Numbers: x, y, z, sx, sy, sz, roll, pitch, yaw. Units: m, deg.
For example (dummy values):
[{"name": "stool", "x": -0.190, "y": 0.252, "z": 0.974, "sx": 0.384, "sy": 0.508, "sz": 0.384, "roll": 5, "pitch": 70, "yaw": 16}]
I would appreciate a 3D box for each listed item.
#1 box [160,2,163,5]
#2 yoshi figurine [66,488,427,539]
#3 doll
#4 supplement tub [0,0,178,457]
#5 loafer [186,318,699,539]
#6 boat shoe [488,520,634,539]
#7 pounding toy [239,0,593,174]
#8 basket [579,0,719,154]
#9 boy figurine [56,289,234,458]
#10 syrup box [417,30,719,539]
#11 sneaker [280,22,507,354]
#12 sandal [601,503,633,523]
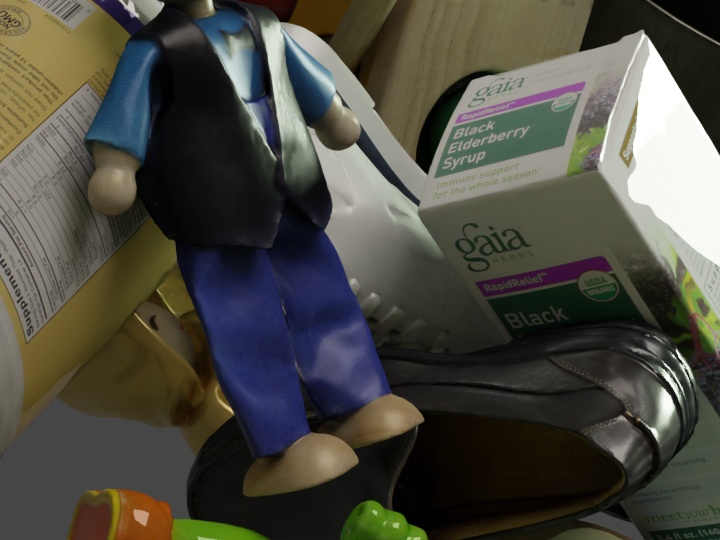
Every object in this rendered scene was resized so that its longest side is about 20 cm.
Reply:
[{"name": "box", "x": -0.070, "y": -0.124, "z": 1.218, "sx": 0.200, "sy": 0.032, "sz": 0.121, "roll": -6, "pitch": 87, "yaw": -48}, {"name": "yoshi figurine", "x": -0.005, "y": 0.143, "z": 0.831, "sx": 0.200, "sy": 0.112, "sz": 0.112, "roll": 21, "pitch": 44, "yaw": -23}, {"name": "doll", "x": -0.038, "y": -0.032, "z": 0.848, "sx": 0.136, "sy": 0.048, "sz": 0.200, "roll": -27, "pitch": 101, "yaw": -50}, {"name": "supplement tub", "x": -0.151, "y": -0.011, "z": 0.855, "sx": 0.145, "sy": 0.146, "sz": 0.200, "roll": 33, "pitch": 46, "yaw": 7}, {"name": "loafer", "x": 0.019, "y": 0.068, "z": 0.900, "sx": 0.073, "sy": 0.200, "sz": 0.072, "roll": 66, "pitch": 26, "yaw": -14}, {"name": "boat shoe", "x": 0.106, "y": 0.146, "z": 0.974, "sx": 0.200, "sy": 0.073, "sz": 0.065, "roll": 22, "pitch": 64, "yaw": -42}, {"name": "pounding toy", "x": 0.000, "y": -0.088, "z": 1.073, "sx": 0.142, "sy": 0.185, "sz": 0.200, "roll": 5, "pitch": 17, "yaw": -40}, {"name": "basket", "x": 0.100, "y": -0.063, "z": 1.172, "sx": 0.136, "sy": 0.200, "sz": 0.180, "roll": 7, "pitch": 34, "yaw": -37}, {"name": "boy figurine", "x": -0.032, "y": 0.046, "z": 1.007, "sx": 0.200, "sy": 0.064, "sz": 0.124, "roll": 20, "pitch": 32, "yaw": -24}, {"name": "syrup box", "x": 0.110, "y": 0.015, "z": 0.944, "sx": 0.200, "sy": 0.079, "sz": 0.082, "roll": 53, "pitch": 40, "yaw": -31}, {"name": "sneaker", "x": 0.000, "y": 0.000, "z": 0.967, "sx": 0.200, "sy": 0.076, "sz": 0.081, "roll": 44, "pitch": 44, "yaw": -6}, {"name": "sandal", "x": 0.121, "y": 0.083, "z": 1.092, "sx": 0.200, "sy": 0.076, "sz": 0.043, "roll": 37, "pitch": 54, "yaw": 14}]
